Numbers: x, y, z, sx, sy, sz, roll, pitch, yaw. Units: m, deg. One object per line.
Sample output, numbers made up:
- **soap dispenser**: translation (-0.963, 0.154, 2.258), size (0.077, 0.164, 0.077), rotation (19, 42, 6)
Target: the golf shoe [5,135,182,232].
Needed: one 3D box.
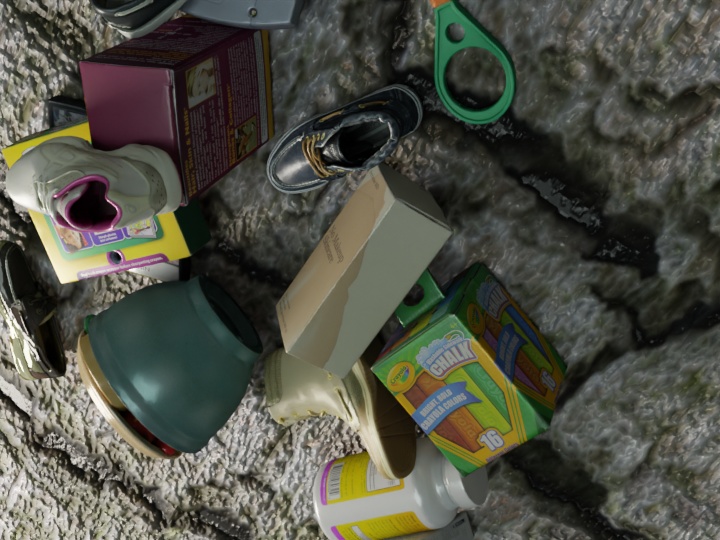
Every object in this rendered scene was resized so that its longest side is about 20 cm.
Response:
- **golf shoe**: translation (-0.259, -0.074, 0.855), size (0.197, 0.092, 0.076), rotation (2, 117, 28)

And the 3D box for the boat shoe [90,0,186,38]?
- **boat shoe**: translation (-0.164, -0.297, 0.880), size (0.200, 0.060, 0.076), rotation (-45, 77, 6)

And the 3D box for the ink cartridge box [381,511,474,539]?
- **ink cartridge box**: translation (0.011, 0.353, 1.135), size (0.198, 0.199, 0.041), rotation (-25, 80, 30)

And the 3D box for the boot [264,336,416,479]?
- **boot**: translation (-0.029, 0.161, 1.101), size (0.154, 0.072, 0.203), rotation (-30, 78, 33)

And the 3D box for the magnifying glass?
- **magnifying glass**: translation (0.089, -0.236, 0.907), size (0.079, 0.022, 0.202), rotation (-16, 110, 29)

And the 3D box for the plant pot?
- **plant pot**: translation (-0.198, 0.091, 1.108), size (0.134, 0.200, 0.201), rotation (-38, 98, 5)

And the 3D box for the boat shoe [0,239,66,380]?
- **boat shoe**: translation (-0.430, 0.053, 1.247), size (0.065, 0.072, 0.204), rotation (0, 116, 11)

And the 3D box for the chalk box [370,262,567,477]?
- **chalk box**: translation (0.103, 0.086, 1.001), size (0.200, 0.124, 0.124), rotation (48, 123, -6)

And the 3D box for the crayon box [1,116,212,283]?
- **crayon box**: translation (-0.291, -0.088, 1.089), size (0.197, 0.058, 0.175), rotation (-10, 109, 26)

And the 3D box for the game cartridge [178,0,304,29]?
- **game cartridge**: translation (-0.139, -0.313, 0.929), size (0.197, 0.040, 0.135), rotation (21, 97, 12)

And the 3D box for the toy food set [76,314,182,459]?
- **toy food set**: translation (-0.274, 0.141, 1.159), size (0.048, 0.198, 0.201), rotation (-36, 108, 4)

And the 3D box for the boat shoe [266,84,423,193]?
- **boat shoe**: translation (-0.032, -0.125, 0.970), size (0.198, 0.091, 0.071), rotation (-25, 104, 31)

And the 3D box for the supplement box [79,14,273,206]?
- **supplement box**: translation (-0.173, -0.166, 0.944), size (0.102, 0.200, 0.133), rotation (9, 118, 18)

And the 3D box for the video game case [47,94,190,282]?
- **video game case**: translation (-0.287, -0.093, 1.134), size (0.178, 0.026, 0.203), rotation (15, 120, 16)

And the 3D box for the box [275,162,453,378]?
- **box**: translation (0.000, 0.000, 0.981), size (0.077, 0.095, 0.201), rotation (26, 110, -26)

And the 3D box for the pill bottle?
- **pill bottle**: translation (0.048, 0.259, 1.124), size (0.198, 0.104, 0.105), rotation (-19, 107, 30)
